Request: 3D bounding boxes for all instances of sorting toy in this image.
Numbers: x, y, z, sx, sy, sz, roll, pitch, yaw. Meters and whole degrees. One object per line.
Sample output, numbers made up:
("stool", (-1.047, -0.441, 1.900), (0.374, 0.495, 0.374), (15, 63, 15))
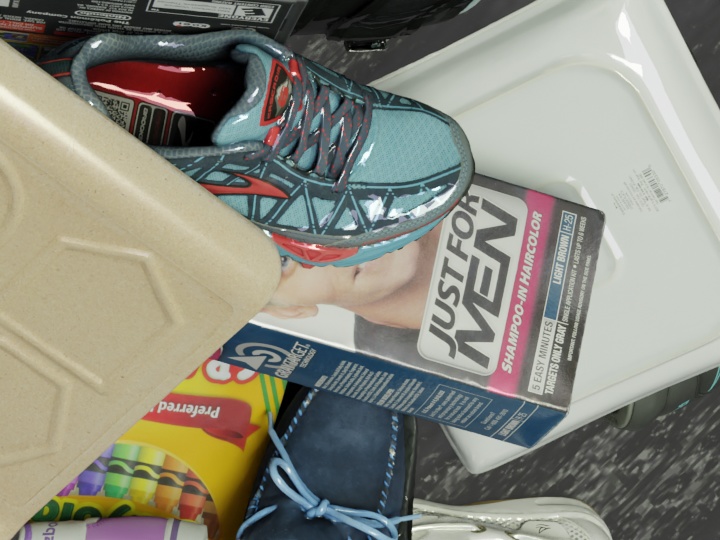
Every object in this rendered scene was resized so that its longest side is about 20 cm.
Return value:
("sorting toy", (-0.161, 0.007, 1.233), (0.185, 0.037, 0.200), (36, 115, -23))

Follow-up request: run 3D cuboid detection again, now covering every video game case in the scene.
("video game case", (-0.133, -0.106, 1.268), (0.199, 0.181, 0.026), (5, 75, -10))

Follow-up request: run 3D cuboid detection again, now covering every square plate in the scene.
("square plate", (0.086, -0.017, 1.395), (0.197, 0.028, 0.201), (-25, 107, 21))

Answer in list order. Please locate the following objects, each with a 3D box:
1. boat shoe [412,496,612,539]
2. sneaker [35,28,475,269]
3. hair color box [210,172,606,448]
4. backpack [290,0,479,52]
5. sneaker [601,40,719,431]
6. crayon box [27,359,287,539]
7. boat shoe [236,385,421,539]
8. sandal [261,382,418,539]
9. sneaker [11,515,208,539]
("boat shoe", (0.035, 0.151, 1.461), (0.199, 0.069, 0.071), (-7, 111, -13))
("sneaker", (-0.042, -0.054, 1.243), (0.199, 0.096, 0.080), (7, 73, -16))
("hair color box", (0.000, 0.000, 1.323), (0.199, 0.061, 0.101), (16, 68, -9))
("backpack", (-0.010, -0.177, 1.282), (0.176, 0.200, 0.152), (-1, 87, -15))
("sneaker", (0.149, -0.023, 1.451), (0.079, 0.075, 0.201), (-11, 118, -24))
("crayon box", (-0.106, 0.066, 1.405), (0.126, 0.051, 0.201), (12, 103, -20))
("boat shoe", (-0.020, 0.135, 1.360), (0.084, 0.069, 0.201), (12, 76, 1))
("sandal", (-0.005, 0.127, 1.424), (0.075, 0.048, 0.202), (-6, 75, 0))
("sneaker", (-0.128, 0.181, 1.407), (0.113, 0.073, 0.201), (2, 134, 0))
